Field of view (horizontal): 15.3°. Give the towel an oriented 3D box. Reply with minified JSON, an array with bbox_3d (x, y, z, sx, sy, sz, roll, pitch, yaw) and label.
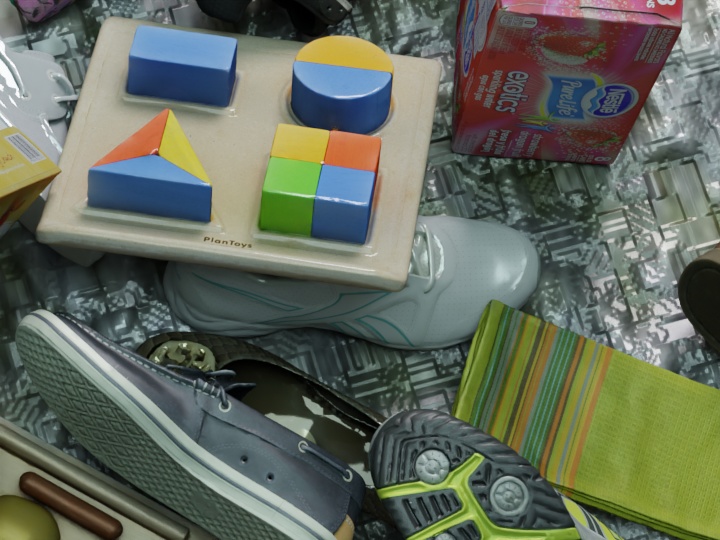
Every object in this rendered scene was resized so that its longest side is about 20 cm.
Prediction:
[{"bbox_3d":[0.145,0.087,1.406,0.200,0.018,0.086,21,71,-10],"label":"towel"}]

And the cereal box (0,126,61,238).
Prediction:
[{"bbox_3d":[-0.236,0.020,1.287,0.040,0.144,0.200,42,103,0],"label":"cereal box"}]

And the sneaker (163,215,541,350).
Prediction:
[{"bbox_3d":[0.000,0.000,1.399,0.200,0.080,0.071,-2,71,-9],"label":"sneaker"}]

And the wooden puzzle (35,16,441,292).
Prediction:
[{"bbox_3d":[-0.057,-0.072,1.373,0.185,0.046,0.200,8,39,3],"label":"wooden puzzle"}]

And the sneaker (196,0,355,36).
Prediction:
[{"bbox_3d":[-0.011,-0.173,1.458,0.200,0.074,0.088,-6,108,-28],"label":"sneaker"}]

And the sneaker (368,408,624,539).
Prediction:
[{"bbox_3d":[0.083,0.143,1.351,0.200,0.076,0.075,39,84,-8],"label":"sneaker"}]

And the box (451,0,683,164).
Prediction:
[{"bbox_3d":[0.105,-0.136,1.392,0.095,0.200,0.100,5,71,-3],"label":"box"}]

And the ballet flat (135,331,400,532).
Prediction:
[{"bbox_3d":[-0.027,0.084,1.385,0.200,0.046,0.067,27,70,2],"label":"ballet flat"}]

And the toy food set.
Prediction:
[{"bbox_3d":[-0.167,0.153,1.337,0.200,0.060,0.144,29,71,3],"label":"toy food set"}]

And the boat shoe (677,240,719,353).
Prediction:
[{"bbox_3d":[0.259,0.055,1.415,0.068,0.072,0.200,-30,76,-39],"label":"boat shoe"}]

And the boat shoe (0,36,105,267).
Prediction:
[{"bbox_3d":[-0.187,-0.091,1.415,0.068,0.072,0.200,-38,71,-17],"label":"boat shoe"}]

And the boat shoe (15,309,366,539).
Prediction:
[{"bbox_3d":[-0.083,0.078,1.334,0.200,0.075,0.062,34,61,-1],"label":"boat shoe"}]

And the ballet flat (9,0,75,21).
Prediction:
[{"bbox_3d":[-0.119,-0.216,1.457,0.071,0.069,0.200,20,67,16],"label":"ballet flat"}]
